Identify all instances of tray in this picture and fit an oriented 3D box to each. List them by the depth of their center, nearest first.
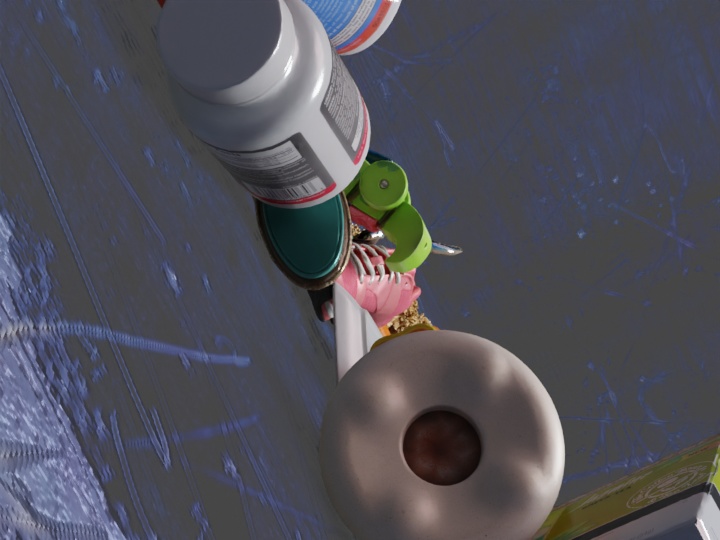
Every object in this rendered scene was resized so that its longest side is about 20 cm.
[{"bbox_3d":[0.022,0.102,1.149,0.200,0.022,0.108,60,21,-51],"label":"tray"}]

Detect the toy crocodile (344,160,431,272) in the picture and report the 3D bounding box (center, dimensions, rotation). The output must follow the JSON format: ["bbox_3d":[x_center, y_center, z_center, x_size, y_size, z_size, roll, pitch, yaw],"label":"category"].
[{"bbox_3d":[-0.017,-0.080,1.169,0.200,0.062,0.068,43,-6,10],"label":"toy crocodile"}]

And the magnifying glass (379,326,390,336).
[{"bbox_3d":[-0.016,-0.010,1.385,0.201,0.022,0.080,64,21,-1],"label":"magnifying glass"}]

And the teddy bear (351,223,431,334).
[{"bbox_3d":[0.025,0.017,1.508,0.146,0.066,0.200,64,4,11],"label":"teddy bear"}]

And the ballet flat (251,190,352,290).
[{"bbox_3d":[-0.052,-0.060,1.096,0.065,0.070,0.201,84,-11,-59],"label":"ballet flat"}]

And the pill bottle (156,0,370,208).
[{"bbox_3d":[-0.064,-0.121,0.968,0.200,0.110,0.111,52,14,-71],"label":"pill bottle"}]

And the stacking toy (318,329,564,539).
[{"bbox_3d":[0.046,0.136,0.932,0.200,0.145,0.147,93,-25,-67],"label":"stacking toy"}]

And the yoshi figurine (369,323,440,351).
[{"bbox_3d":[0.079,0.122,1.074,0.112,0.112,0.200,36,-13,34],"label":"yoshi figurine"}]

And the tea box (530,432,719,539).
[{"bbox_3d":[0.164,0.220,0.912,0.134,0.199,0.197,62,20,2],"label":"tea box"}]

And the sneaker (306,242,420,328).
[{"bbox_3d":[0.000,0.000,1.200,0.074,0.086,0.200,66,5,17],"label":"sneaker"}]

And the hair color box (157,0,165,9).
[{"bbox_3d":[-0.140,-0.265,1.102,0.111,0.064,0.201,-95,159,-54],"label":"hair color box"}]

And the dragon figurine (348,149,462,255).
[{"bbox_3d":[-0.003,-0.075,1.234,0.059,0.198,0.100,54,49,-83],"label":"dragon figurine"}]

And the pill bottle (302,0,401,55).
[{"bbox_3d":[-0.072,-0.223,1.016,0.199,0.112,0.113,7,50,-45],"label":"pill bottle"}]
